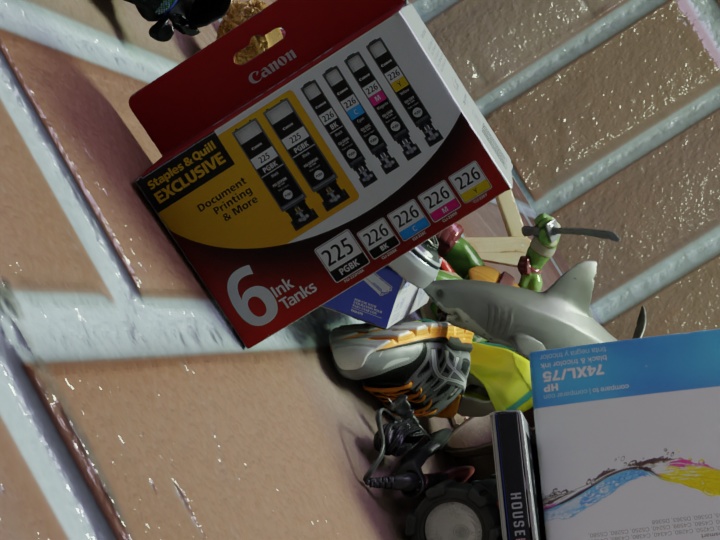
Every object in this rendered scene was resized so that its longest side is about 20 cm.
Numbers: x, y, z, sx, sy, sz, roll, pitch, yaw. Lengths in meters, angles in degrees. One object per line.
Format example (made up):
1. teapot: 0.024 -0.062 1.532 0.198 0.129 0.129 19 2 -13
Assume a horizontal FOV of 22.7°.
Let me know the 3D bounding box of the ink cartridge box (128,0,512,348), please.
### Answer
1. ink cartridge box: -0.033 -0.080 1.137 0.176 0.200 0.084 56 12 -9

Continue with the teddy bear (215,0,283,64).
1. teddy bear: -0.071 -0.134 1.523 0.200 0.067 0.145 54 19 -52

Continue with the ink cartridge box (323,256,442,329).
1. ink cartridge box: 0.000 0.000 1.356 0.094 0.044 0.200 20 8 8

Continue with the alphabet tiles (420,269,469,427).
1. alphabet tiles: 0.141 0.081 1.673 0.200 0.008 0.167 11 51 -38

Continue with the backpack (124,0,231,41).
1. backpack: -0.144 -0.305 1.308 0.154 0.191 0.200 29 26 -35

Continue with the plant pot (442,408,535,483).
1. plant pot: 0.199 0.190 1.476 0.199 0.200 0.200 64 10 -4

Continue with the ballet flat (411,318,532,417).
1. ballet flat: 0.081 0.087 1.497 0.067 0.067 0.200 50 -18 -26

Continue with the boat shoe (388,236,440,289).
1. boat shoe: 0.015 -0.076 1.281 0.072 0.071 0.200 33 22 -53

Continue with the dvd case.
1. dvd case: 0.117 0.206 1.222 0.150 0.025 0.200 53 31 -72

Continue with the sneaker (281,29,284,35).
1. sneaker: -0.042 -0.168 1.680 0.200 0.074 0.087 50 18 -14

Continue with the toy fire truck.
1. toy fire truck: 0.116 -0.014 1.756 0.200 0.141 0.049 57 -10 -3

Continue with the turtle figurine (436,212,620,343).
1. turtle figurine: 0.113 -0.006 1.576 0.194 0.144 0.200 30 -5 5

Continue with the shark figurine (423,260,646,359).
1. shark figurine: 0.167 0.037 1.360 0.214 0.090 0.128 19 4 -36

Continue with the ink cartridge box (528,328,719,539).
1. ink cartridge box: 0.203 0.166 1.245 0.147 0.146 0.200 68 17 -61

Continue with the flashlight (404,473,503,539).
1. flashlight: 0.084 0.177 1.293 0.068 0.068 0.200 64 13 6

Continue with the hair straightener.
1. hair straightener: 0.031 0.130 1.295 0.077 0.041 0.200 59 15 10

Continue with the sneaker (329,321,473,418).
1. sneaker: 0.038 0.077 1.369 0.200 0.078 0.077 5 86 -63
